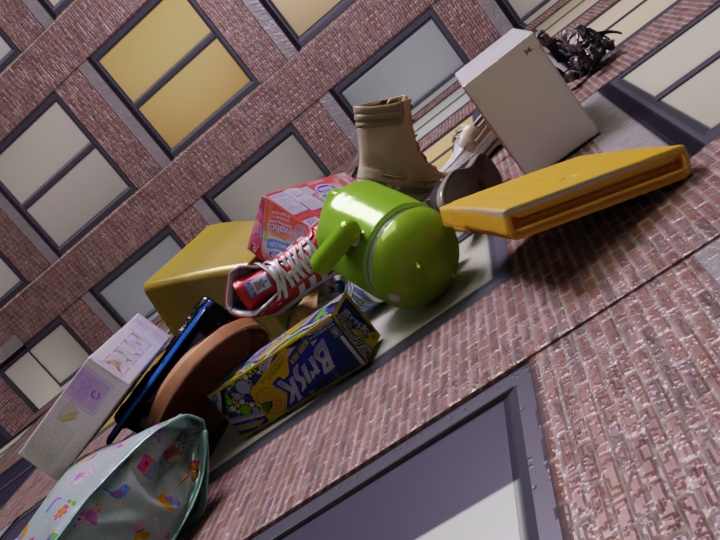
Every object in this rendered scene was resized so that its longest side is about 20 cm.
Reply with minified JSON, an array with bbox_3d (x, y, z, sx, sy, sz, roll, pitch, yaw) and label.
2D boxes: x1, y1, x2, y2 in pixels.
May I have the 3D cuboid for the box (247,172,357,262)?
[{"bbox_3d":[-0.058,-0.066,1.171,0.200,0.102,0.095,-25,-36,-52],"label":"box"}]

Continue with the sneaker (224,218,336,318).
[{"bbox_3d":[-0.089,-0.005,1.004,0.200,0.071,0.112,-43,-16,23],"label":"sneaker"}]

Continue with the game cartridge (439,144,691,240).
[{"bbox_3d":[0.182,-0.074,0.759,0.175,0.033,0.200,-20,7,-8],"label":"game cartridge"}]

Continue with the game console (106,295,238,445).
[{"bbox_3d":[-0.215,0.145,1.013,0.201,0.171,0.118,-53,39,-3],"label":"game console"}]

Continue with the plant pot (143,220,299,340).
[{"bbox_3d":[-0.174,0.035,1.242,0.175,0.201,0.200,-16,23,35],"label":"plant pot"}]

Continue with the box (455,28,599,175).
[{"bbox_3d":[0.215,-0.227,1.064,0.106,0.153,0.200,-35,11,14],"label":"box"}]

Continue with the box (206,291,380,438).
[{"bbox_3d":[-0.076,0.109,0.908,0.199,0.070,0.064,-34,11,27],"label":"box"}]

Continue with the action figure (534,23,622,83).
[{"bbox_3d":[0.327,-0.343,1.280,0.200,0.102,0.119,-44,18,-11],"label":"action figure"}]

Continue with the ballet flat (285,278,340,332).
[{"bbox_3d":[-0.053,0.051,1.125,0.062,0.069,0.200,-7,23,13],"label":"ballet flat"}]

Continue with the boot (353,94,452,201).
[{"bbox_3d":[0.078,-0.177,1.163,0.199,0.157,0.073,-11,14,-28],"label":"boot"}]

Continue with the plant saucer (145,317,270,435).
[{"bbox_3d":[-0.189,0.141,0.988,0.200,0.032,0.201,-46,-21,-22],"label":"plant saucer"}]

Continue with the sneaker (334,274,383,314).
[{"bbox_3d":[0.000,0.000,1.067,0.085,0.077,0.200,-45,13,17],"label":"sneaker"}]

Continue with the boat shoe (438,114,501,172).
[{"bbox_3d":[0.181,-0.209,1.314,0.200,0.069,0.075,-42,12,-13],"label":"boat shoe"}]

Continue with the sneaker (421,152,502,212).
[{"bbox_3d":[0.118,-0.082,1.048,0.106,0.075,0.200,-37,1,31],"label":"sneaker"}]

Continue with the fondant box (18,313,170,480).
[{"bbox_3d":[-0.316,0.146,0.972,0.145,0.058,0.200,-52,8,9],"label":"fondant box"}]

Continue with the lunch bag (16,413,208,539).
[{"bbox_3d":[-0.251,0.245,0.824,0.170,0.122,0.200,-30,20,42],"label":"lunch bag"}]

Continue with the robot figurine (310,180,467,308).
[{"bbox_3d":[0.029,-0.031,0.895,0.200,0.175,0.117,30,105,47],"label":"robot figurine"}]
